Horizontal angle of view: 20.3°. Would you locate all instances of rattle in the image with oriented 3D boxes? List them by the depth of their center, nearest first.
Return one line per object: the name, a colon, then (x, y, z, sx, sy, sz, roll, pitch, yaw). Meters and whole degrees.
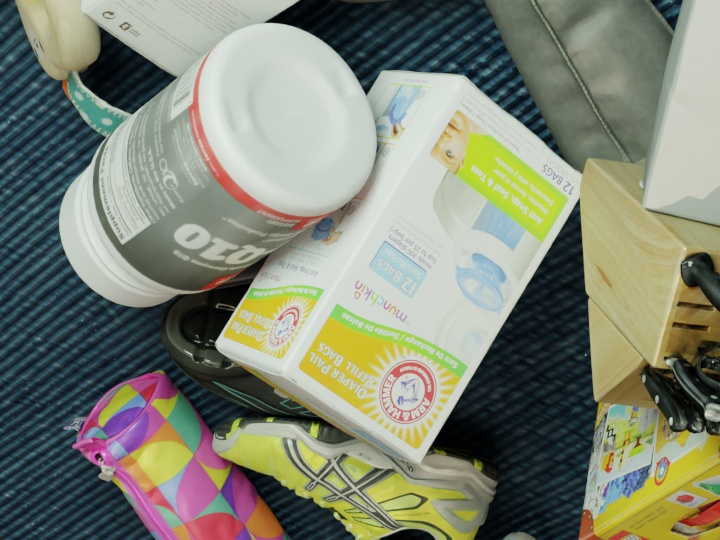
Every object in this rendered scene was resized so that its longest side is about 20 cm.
rattle: (-0.218, -0.136, 1.199, 0.130, 0.143, 0.200, 37, 150, 29)

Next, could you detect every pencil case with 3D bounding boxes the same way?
pencil case: (-0.124, 0.164, 1.438, 0.088, 0.089, 0.200, -24, 117, 29)

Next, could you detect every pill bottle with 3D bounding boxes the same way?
pill bottle: (-0.090, -0.054, 1.178, 0.114, 0.114, 0.200, 40, 142, -15)

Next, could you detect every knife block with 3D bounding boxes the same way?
knife block: (0.184, 0.000, 1.071, 0.064, 0.201, 0.176, 8, 154, -17)

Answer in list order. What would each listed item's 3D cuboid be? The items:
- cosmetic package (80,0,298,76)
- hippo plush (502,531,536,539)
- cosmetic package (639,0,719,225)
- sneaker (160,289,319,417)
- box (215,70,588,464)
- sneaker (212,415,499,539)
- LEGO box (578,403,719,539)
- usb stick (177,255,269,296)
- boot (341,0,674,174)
cosmetic package: (-0.060, -0.209, 1.118, 0.200, 0.108, 0.085, -26, 139, 30)
hippo plush: (0.062, 0.274, 1.448, 0.160, 0.159, 0.201, 11, 101, 42)
cosmetic package: (0.213, -0.129, 1.086, 0.090, 0.107, 0.201, 11, 112, 6)
sneaker: (-0.038, 0.063, 1.361, 0.199, 0.076, 0.079, 17, 154, -3)
box: (0.023, -0.004, 1.183, 0.112, 0.200, 0.101, 36, 170, -26)
sneaker: (-0.008, 0.146, 1.382, 0.199, 0.075, 0.077, 12, 90, 8)
LEGO box: (0.215, 0.080, 1.197, 0.077, 0.149, 0.200, 19, 151, -13)
usb stick: (-0.089, -0.016, 1.290, 0.200, 0.033, 0.056, -10, 95, 42)
boot: (0.092, -0.135, 1.176, 0.181, 0.073, 0.200, -17, 126, 25)
